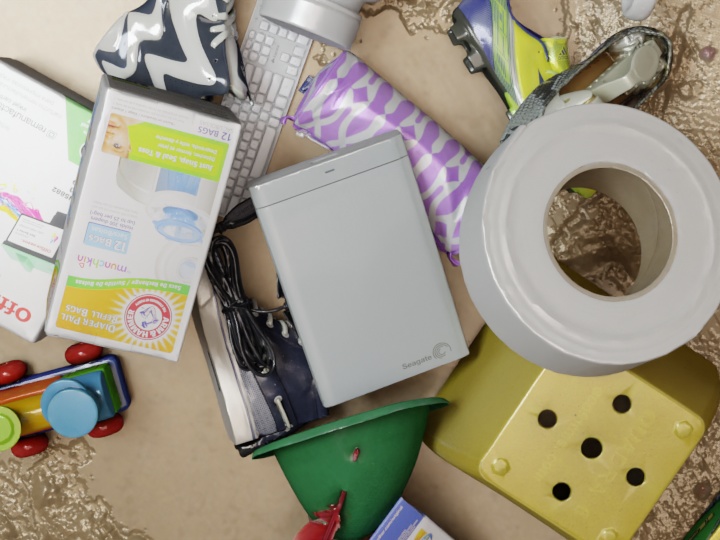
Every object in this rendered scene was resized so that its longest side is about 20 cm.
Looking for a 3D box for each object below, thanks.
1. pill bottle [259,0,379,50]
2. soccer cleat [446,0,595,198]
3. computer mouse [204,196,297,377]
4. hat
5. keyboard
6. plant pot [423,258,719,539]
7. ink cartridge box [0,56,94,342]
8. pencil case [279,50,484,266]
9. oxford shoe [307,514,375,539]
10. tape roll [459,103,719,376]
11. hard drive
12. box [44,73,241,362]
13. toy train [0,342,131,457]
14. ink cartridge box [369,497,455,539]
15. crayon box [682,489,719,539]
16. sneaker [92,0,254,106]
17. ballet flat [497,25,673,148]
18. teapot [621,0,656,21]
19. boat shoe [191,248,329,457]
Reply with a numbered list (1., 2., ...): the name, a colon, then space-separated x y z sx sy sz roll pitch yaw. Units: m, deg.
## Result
1. pill bottle: -0.010 -0.288 1.290 0.111 0.111 0.201 22 93 -2
2. soccer cleat: 0.154 -0.154 1.334 0.084 0.065 0.200 -34 96 0
3. computer mouse: -0.043 -0.011 1.345 0.200 0.046 0.141 -27 100 -18
4. hat: 0.004 0.215 1.316 0.200 0.165 0.177 -23 78 38
5. keyboard: -0.091 -0.142 1.366 0.056 0.011 0.201 20 97 -2
6. plant pot: 0.181 0.126 1.313 0.200 0.176 0.200 33 96 -3
7. ink cartridge box: -0.287 -0.060 1.342 0.145 0.084 0.200 29 96 -3
8. pencil case: 0.030 -0.098 1.332 0.200 0.084 0.086 38 81 -4
9. oxford shoe: 0.011 0.295 1.393 0.071 0.071 0.201 -15 96 -2
10. tape roll: 0.178 -0.023 1.198 0.202 0.071 0.203 2 79 -11
11. hard drive: 0.000 0.000 1.300 0.132 0.027 0.201 -20 108 -5
12. box: -0.176 -0.042 1.259 0.112 0.101 0.201 14 100 -14
13. toy train: -0.304 0.127 1.351 0.199 0.116 0.085 -15 96 3
14. ink cartridge box: 0.045 0.278 1.341 0.119 0.042 0.200 -51 132 -8
15. crayon box: 0.346 0.262 1.386 0.119 0.058 0.200 36 96 -4
16. sneaker: -0.115 -0.204 1.320 0.130 0.079 0.199 44 96 0
17. ballet flat: 0.188 -0.139 1.288 0.200 0.072 0.072 -42 96 -26
18. teapot: 0.242 -0.336 1.268 0.197 0.146 0.200 -35 96 5
19. boat shoe: -0.091 0.053 1.369 0.092 0.075 0.201 -16 98 -12
